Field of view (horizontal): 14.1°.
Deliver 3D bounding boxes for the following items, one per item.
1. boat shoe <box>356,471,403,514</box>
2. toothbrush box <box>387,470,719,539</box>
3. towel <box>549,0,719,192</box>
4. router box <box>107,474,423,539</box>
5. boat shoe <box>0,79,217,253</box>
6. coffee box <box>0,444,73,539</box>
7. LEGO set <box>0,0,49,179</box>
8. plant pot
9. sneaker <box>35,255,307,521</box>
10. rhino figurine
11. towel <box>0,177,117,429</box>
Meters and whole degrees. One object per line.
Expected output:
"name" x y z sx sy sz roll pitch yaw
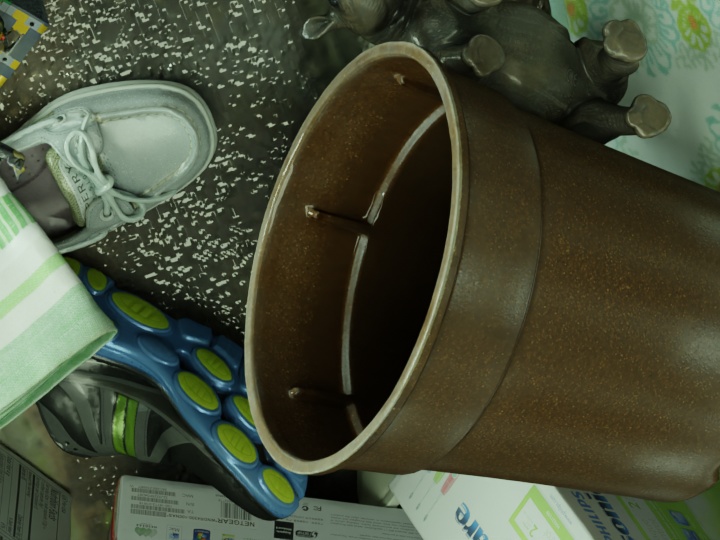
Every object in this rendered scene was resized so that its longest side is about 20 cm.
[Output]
"boat shoe" 0.056 0.054 1.519 0.060 0.072 0.202 9 123 -27
"toothbrush box" 0.136 0.142 1.487 0.199 0.146 0.086 15 117 -38
"towel" 0.165 -0.101 1.409 0.048 0.171 0.201 -31 120 -31
"router box" -0.044 0.196 1.559 0.199 0.049 0.180 7 134 -7
"boat shoe" -0.167 -0.036 1.464 0.201 0.065 0.075 -17 115 4
"coffee box" -0.281 0.178 1.481 0.197 0.200 0.200 37 108 -19
"LEGO set" -0.230 -0.130 1.360 0.153 0.200 0.116 26 114 -37
"plant pot" 0.077 0.016 1.353 0.197 0.200 0.201 15 114 -26
"sneaker" -0.113 0.066 1.501 0.199 0.071 0.083 31 127 7
"rhino figurine" 0.048 -0.110 1.383 0.199 0.087 0.060 22 78 -13
"towel" -0.232 0.004 1.417 0.152 0.200 0.023 -39 155 -1
